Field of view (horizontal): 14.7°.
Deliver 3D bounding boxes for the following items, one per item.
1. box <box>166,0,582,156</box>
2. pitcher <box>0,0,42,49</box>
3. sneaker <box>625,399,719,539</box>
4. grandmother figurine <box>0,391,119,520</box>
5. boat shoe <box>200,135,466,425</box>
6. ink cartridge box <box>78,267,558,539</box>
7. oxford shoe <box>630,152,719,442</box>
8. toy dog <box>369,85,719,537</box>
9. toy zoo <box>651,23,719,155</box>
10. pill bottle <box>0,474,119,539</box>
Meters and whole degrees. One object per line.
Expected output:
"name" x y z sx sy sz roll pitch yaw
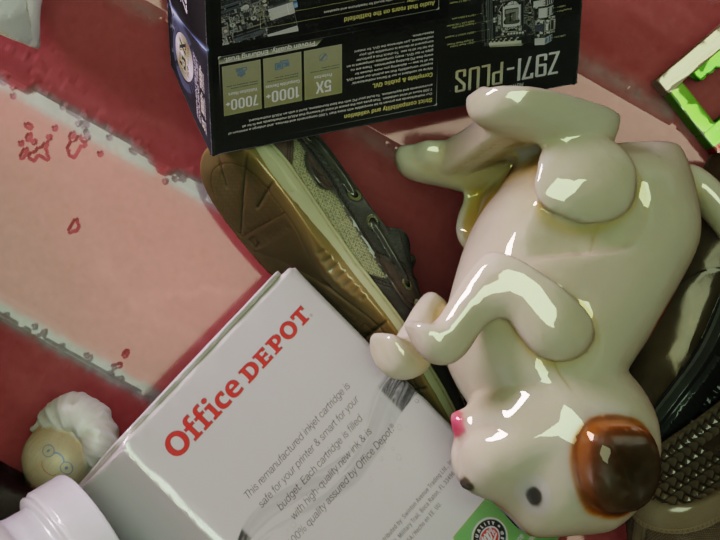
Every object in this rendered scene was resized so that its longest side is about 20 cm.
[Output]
"box" 0.007 -0.162 1.389 0.199 0.086 0.164 -12 131 -13
"pitcher" -0.151 -0.240 1.420 0.200 0.121 0.172 -43 85 7
"sneaker" 0.213 0.102 1.461 0.199 0.070 0.076 -24 133 -28
"grandmother figurine" -0.193 0.147 1.434 0.121 0.061 0.200 40 89 -12
"boat shoe" -0.001 0.000 1.446 0.201 0.072 0.066 53 56 -13
"ink cartridge box" -0.023 0.122 1.410 0.200 0.084 0.146 45 57 -2
"oxford shoe" 0.163 0.030 1.471 0.084 0.073 0.201 30 91 23
"toy dog" 0.097 0.033 1.388 0.193 0.139 0.201 12 74 -28
"toy zoo" 0.267 -0.065 1.496 0.131 0.020 0.200 -39 92 -4
"pill bottle" -0.205 0.184 1.331 0.199 0.112 0.112 -32 92 -19
